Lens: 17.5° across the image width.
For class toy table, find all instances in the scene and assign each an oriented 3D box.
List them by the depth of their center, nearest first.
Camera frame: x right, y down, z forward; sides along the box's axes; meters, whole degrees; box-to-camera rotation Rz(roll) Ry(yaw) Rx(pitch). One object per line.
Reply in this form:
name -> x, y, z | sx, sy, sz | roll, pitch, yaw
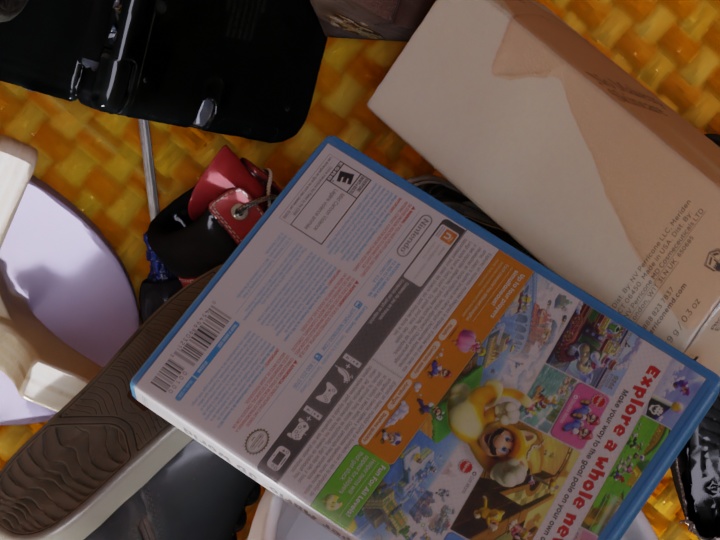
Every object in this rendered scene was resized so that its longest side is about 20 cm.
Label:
toy table -> -0.194, 0.017, 1.063 | 0.199, 0.117, 0.185 | 11, 102, -11

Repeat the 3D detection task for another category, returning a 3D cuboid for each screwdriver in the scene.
screwdriver -> -0.103, -0.035, 1.111 | 0.029, 0.028, 0.201 | -12, 100, -7

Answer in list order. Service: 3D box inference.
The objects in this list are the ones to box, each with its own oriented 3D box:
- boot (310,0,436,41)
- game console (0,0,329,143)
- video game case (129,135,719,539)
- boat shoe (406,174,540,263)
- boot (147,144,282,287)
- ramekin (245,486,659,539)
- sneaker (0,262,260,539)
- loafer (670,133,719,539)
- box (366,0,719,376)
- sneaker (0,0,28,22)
boot -> 0.001, -0.205, 1.036 | 0.186, 0.064, 0.201 | 17, 99, -37
game console -> -0.100, -0.176, 1.075 | 0.175, 0.116, 0.201 | 8, 100, -40
video game case -> 0.027, 0.048, 0.954 | 0.199, 0.018, 0.143 | 32, 69, 16
boat shoe -> 0.093, 0.028, 1.127 | 0.199, 0.071, 0.072 | 31, 97, -14
boot -> 0.000, 0.000, 1.056 | 0.199, 0.073, 0.145 | -10, 122, 33
ramekin -> 0.031, 0.161, 0.999 | 0.199, 0.201, 0.105 | 23, 142, -12
sneaker -> -0.063, 0.075, 1.027 | 0.200, 0.075, 0.106 | -38, 136, -8
loafer -> 0.172, 0.037, 1.086 | 0.073, 0.071, 0.201 | -5, 99, 25
box -> 0.107, -0.041, 1.042 | 0.200, 0.095, 0.078 | 43, 107, 27
sneaker -> -0.200, -0.211, 1.016 | 0.113, 0.076, 0.201 | 4, 98, 16
